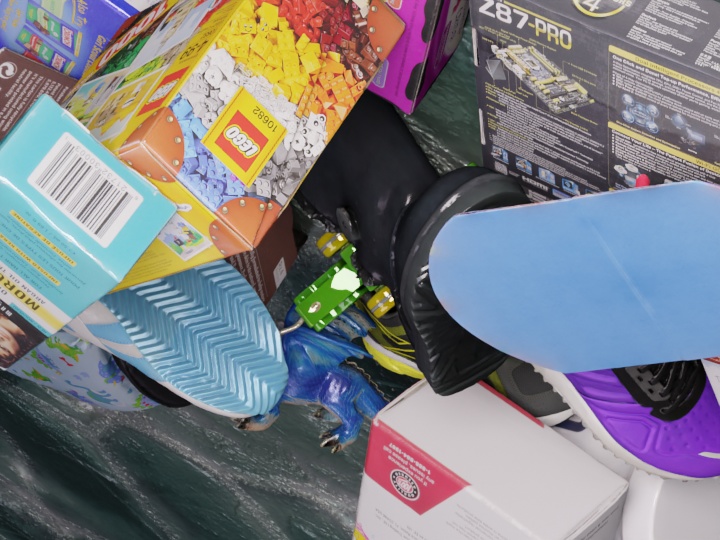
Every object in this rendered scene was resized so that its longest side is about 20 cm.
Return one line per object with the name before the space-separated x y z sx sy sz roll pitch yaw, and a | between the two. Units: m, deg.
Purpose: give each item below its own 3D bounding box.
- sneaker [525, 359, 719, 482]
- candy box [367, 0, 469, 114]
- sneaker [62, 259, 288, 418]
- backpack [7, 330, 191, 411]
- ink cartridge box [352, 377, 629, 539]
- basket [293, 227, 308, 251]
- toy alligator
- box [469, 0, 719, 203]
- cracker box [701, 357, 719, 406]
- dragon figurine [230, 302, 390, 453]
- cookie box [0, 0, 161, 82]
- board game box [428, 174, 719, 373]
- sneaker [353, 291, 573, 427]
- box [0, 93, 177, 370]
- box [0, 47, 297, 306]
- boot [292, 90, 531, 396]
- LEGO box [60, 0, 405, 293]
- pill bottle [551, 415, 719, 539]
sneaker | 0.155 0.047 1.228 0.200 0.070 0.099 39 156 -12
candy box | -0.036 -0.180 1.096 0.199 0.061 0.137 31 157 7
sneaker | -0.124 0.018 1.236 0.199 0.077 0.081 34 164 11
backpack | -0.219 0.031 1.704 0.200 0.154 0.163 36 169 33
ink cartridge box | 0.072 0.181 1.355 0.147 0.085 0.201 33 138 25
basket | -0.155 -0.033 1.474 0.200 0.136 0.180 40 168 -2
toy alligator | 0.000 0.000 1.310 0.059 0.200 0.054 50 -165 2
box | 0.149 -0.067 1.058 0.199 0.049 0.162 25 152 25
cracker box | 0.266 0.081 1.159 0.133 0.058 0.200 17 153 33
dragon figurine | -0.024 0.054 1.366 0.198 0.100 0.059 15 -159 -4
cookie box | -0.127 -0.137 1.290 0.199 0.075 0.171 36 157 -4
board game box | 0.132 -0.009 1.055 0.198 0.039 0.158 -8 146 26
sneaker | 0.065 0.041 1.384 0.199 0.075 0.085 16 151 39
box | -0.164 -0.014 1.055 0.082 0.049 0.200 41 153 -9
box | -0.142 -0.046 1.301 0.199 0.075 0.100 23 155 18
boot | 0.019 -0.042 1.164 0.169 0.076 0.201 56 167 24
LEGO box | -0.088 -0.074 1.091 0.077 0.149 0.199 43 153 -19
pill bottle | 0.138 0.134 1.414 0.199 0.116 0.116 13 150 43
